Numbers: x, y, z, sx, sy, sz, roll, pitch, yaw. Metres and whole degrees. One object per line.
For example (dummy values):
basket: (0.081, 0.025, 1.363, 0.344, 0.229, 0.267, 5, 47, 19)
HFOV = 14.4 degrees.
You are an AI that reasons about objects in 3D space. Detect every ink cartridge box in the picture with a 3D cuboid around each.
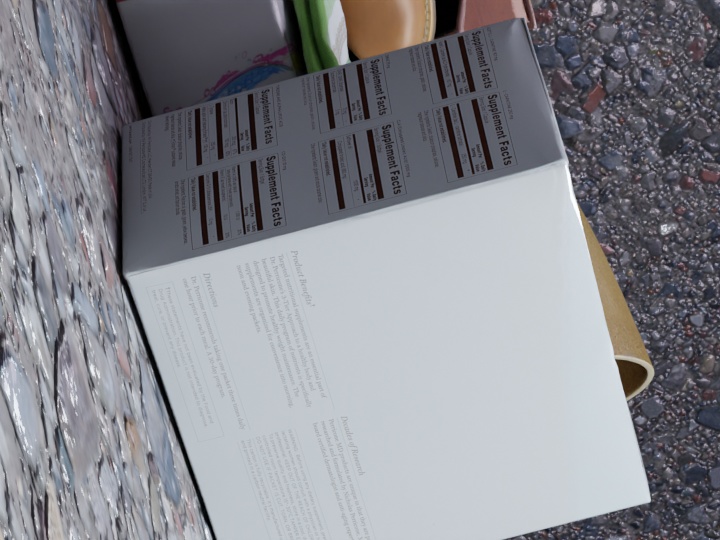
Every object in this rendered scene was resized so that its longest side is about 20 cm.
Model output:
ink cartridge box: (-0.072, -0.116, 1.491, 0.148, 0.085, 0.201, -95, 171, -72)

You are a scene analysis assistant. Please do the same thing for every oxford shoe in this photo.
oxford shoe: (-0.019, -0.188, 1.493, 0.201, 0.071, 0.071, 65, 21, -19)

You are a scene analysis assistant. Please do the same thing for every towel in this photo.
towel: (0.001, -0.059, 1.488, 0.200, 0.031, 0.150, 73, 4, -54)

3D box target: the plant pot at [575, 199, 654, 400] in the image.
plant pot: (0.058, -0.012, 1.650, 0.186, 0.185, 0.201, 62, 15, -74)

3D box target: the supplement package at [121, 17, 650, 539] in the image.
supplement package: (0.011, 0.018, 1.319, 0.147, 0.199, 0.192, -98, 173, -59)

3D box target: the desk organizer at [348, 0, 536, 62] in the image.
desk organizer: (-0.009, -0.144, 1.610, 0.077, 0.199, 0.072, -15, 91, -54)
